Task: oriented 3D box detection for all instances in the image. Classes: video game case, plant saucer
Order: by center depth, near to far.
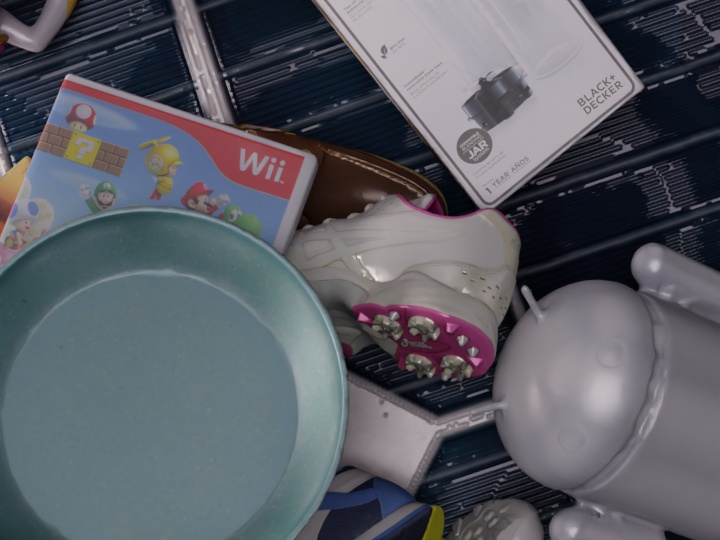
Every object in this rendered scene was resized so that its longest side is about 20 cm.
[{"bbox_3d":[-0.105,0.068,1.031,0.199,0.036,0.201,0,73,-1],"label":"plant saucer"},{"bbox_3d":[-0.121,0.011,1.078,0.142,0.017,0.201,18,74,5],"label":"video game case"}]

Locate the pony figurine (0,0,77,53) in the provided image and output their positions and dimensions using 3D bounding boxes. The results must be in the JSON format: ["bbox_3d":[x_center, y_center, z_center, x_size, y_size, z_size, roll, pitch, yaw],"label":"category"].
[{"bbox_3d":[-0.252,-0.164,1.156,0.193,0.167,0.200,40,77,-4],"label":"pony figurine"}]

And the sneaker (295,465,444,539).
[{"bbox_3d":[-0.048,0.157,1.120,0.082,0.200,0.074,36,124,35],"label":"sneaker"}]

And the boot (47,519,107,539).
[{"bbox_3d":[-0.205,0.222,1.024,0.073,0.162,0.199,39,119,17],"label":"boot"}]

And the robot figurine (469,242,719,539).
[{"bbox_3d":[0.153,0.075,1.109,0.199,0.113,0.170,22,80,-25],"label":"robot figurine"}]

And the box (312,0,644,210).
[{"bbox_3d":[0.049,-0.145,1.150,0.117,0.060,0.200,-39,97,3],"label":"box"}]

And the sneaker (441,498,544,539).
[{"bbox_3d":[0.054,0.220,1.164,0.080,0.076,0.200,29,96,-8],"label":"sneaker"}]

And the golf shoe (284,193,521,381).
[{"bbox_3d":[0.000,0.000,1.118,0.199,0.075,0.092,11,62,34],"label":"golf shoe"}]

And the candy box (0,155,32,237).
[{"bbox_3d":[-0.151,0.053,1.104,0.117,0.056,0.200,-41,77,-9],"label":"candy box"}]

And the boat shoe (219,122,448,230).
[{"bbox_3d":[-0.051,-0.044,1.168,0.199,0.068,0.072,14,90,4],"label":"boat shoe"}]
